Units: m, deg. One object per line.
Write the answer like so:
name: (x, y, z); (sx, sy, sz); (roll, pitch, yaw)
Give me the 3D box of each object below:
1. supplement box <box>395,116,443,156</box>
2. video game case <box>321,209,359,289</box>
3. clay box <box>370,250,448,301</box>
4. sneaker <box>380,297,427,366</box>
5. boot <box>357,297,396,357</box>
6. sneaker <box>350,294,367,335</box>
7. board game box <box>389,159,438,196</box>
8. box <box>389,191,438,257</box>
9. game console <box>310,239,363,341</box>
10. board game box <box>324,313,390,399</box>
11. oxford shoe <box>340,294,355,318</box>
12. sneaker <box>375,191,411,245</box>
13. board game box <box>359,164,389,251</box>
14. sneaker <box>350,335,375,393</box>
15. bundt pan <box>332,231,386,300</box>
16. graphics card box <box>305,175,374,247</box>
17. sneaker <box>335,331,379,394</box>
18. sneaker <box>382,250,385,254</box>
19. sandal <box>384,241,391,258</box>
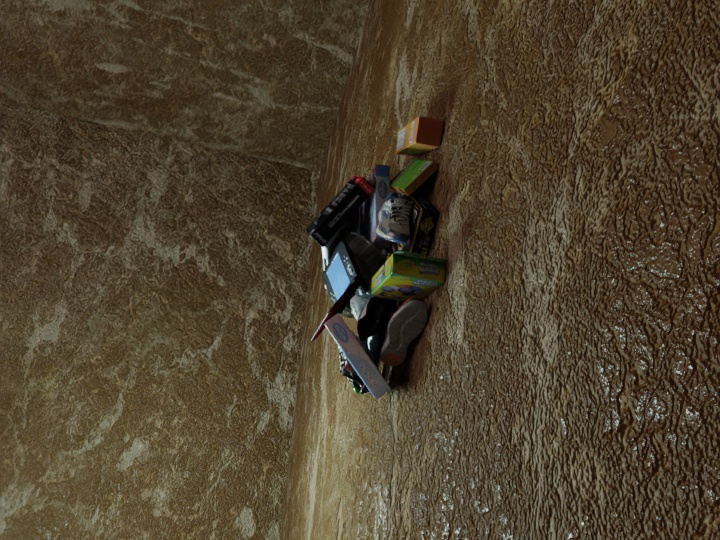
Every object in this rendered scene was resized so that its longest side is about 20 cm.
supplement box: (0.142, -0.327, 1.452); (0.200, 0.065, 0.070); (-148, 66, -79)
video game case: (-0.052, -0.074, 1.644); (0.183, 0.023, 0.201); (89, -155, -50)
clay box: (0.100, 0.017, 1.232); (0.200, 0.113, 0.048); (127, 150, -69)
sneaker: (0.089, 0.109, 1.305); (0.113, 0.076, 0.201); (-85, 16, -49)
boot: (0.035, 0.142, 1.413); (0.200, 0.065, 0.168); (-12, -67, -80)
sneaker: (0.010, 0.111, 1.600); (0.201, 0.086, 0.076); (-73, -18, -57)
board game box: (0.123, -0.231, 1.441); (0.095, 0.030, 0.200); (-43, 17, 2)
box: (0.122, -0.091, 1.390); (0.200, 0.049, 0.162); (-108, 31, -68)
game console: (-0.080, 0.051, 1.455); (0.174, 0.117, 0.200); (66, 152, 19)
board game box: (-0.008, 0.202, 1.377); (0.201, 0.043, 0.199); (55, 174, 8)
oxford shoe: (-0.036, 0.106, 1.708); (0.200, 0.083, 0.074); (37, -144, -64)
sneaker: (0.078, -0.125, 1.333); (0.201, 0.076, 0.086); (-102, 28, -63)
board game box: (0.036, -0.143, 1.558); (0.200, 0.043, 0.202); (122, 149, -68)
sneaker: (0.014, 0.256, 1.612); (0.086, 0.077, 0.202); (-104, 17, -50)
bundt pan: (0.000, 0.000, 1.540); (0.076, 0.202, 0.202); (-40, -4, -21)
graphics card box: (-0.056, -0.156, 1.524); (0.200, 0.051, 0.125); (-47, 16, -1)
sneaker: (-0.026, 0.230, 1.521); (0.201, 0.081, 0.077); (52, 154, 16)
sneaker: (0.025, -0.118, 1.754); (0.073, 0.112, 0.203); (123, 153, -60)
sandal: (0.080, -0.114, 1.598); (0.079, 0.058, 0.210); (131, 147, -70)
